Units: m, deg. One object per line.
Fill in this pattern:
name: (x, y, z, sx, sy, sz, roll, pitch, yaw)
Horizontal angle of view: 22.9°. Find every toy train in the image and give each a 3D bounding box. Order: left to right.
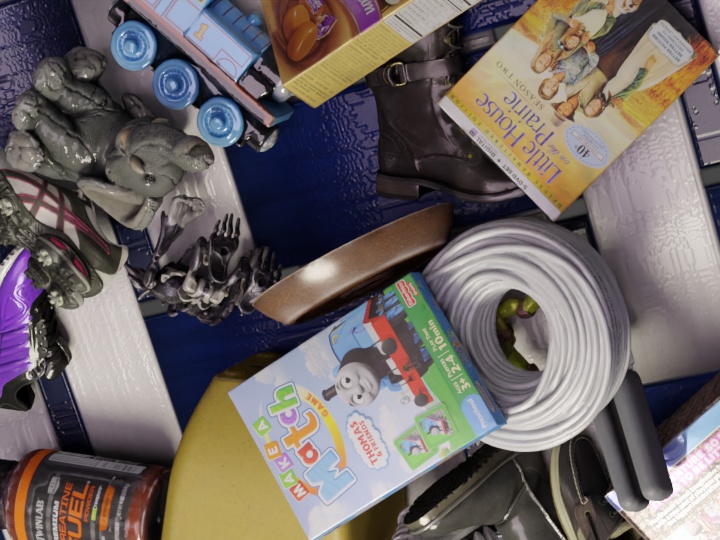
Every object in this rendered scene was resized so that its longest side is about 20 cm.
toy train: (-0.139, -0.200, 1.624, 0.200, 0.087, 0.114, 41, 110, 4)

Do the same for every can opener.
can opener: (0.230, 0.110, 1.544, 0.053, 0.066, 0.201, -34, 56, 38)

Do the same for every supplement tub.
supplement tub: (-0.287, 0.240, 1.802, 0.199, 0.107, 0.108, 5, 108, 18)

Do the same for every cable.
cable: (0.136, 0.055, 1.530, 0.200, 0.069, 0.201, -43, 74, 31)

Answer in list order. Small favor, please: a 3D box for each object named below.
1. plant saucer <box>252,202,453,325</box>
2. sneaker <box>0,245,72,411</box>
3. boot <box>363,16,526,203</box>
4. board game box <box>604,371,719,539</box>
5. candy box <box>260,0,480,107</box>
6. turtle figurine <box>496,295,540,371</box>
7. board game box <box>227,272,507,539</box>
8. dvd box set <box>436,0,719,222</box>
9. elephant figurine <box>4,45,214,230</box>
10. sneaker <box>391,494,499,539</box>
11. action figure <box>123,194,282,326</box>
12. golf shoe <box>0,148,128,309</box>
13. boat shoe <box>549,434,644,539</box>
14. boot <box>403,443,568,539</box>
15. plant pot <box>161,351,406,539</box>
plant saucer: (0.000, 0.000, 1.569, 0.199, 0.200, 0.035, -28, 84, 25)
sneaker: (-0.331, 0.058, 1.788, 0.099, 0.070, 0.201, 26, 116, 2)
boot: (0.083, -0.152, 1.566, 0.199, 0.069, 0.175, 0, 105, 20)
board game box: (0.346, 0.205, 1.566, 0.200, 0.097, 0.159, 46, 116, 1)
candy box: (0.010, -0.244, 1.537, 0.199, 0.056, 0.117, -30, 56, 22)
turtle figurine: (0.129, 0.064, 1.619, 0.199, 0.064, 0.162, -23, 98, 25)
board game box: (0.004, 0.118, 1.533, 0.199, 0.037, 0.152, -34, 79, 16)
dvd box set: (0.184, -0.162, 1.511, 0.200, 0.029, 0.146, -44, 88, 6)
elephant figurine: (-0.217, -0.107, 1.643, 0.199, 0.155, 0.142, 26, 113, 9)
sneaker: (0.053, 0.256, 1.638, 0.075, 0.200, 0.082, -22, 91, 32)
action figure: (-0.143, -0.004, 1.677, 0.119, 0.103, 0.200, 34, 160, -22)
golf shoe: (-0.312, -0.057, 1.711, 0.200, 0.088, 0.077, 51, 141, 1)
boat shoe: (0.226, 0.238, 1.598, 0.066, 0.071, 0.202, -30, 62, 38)
boot: (0.152, 0.260, 1.625, 0.072, 0.181, 0.201, -20, 101, 59)
plant pot: (-0.068, 0.187, 1.665, 0.193, 0.195, 0.202, 5, 101, 18)
